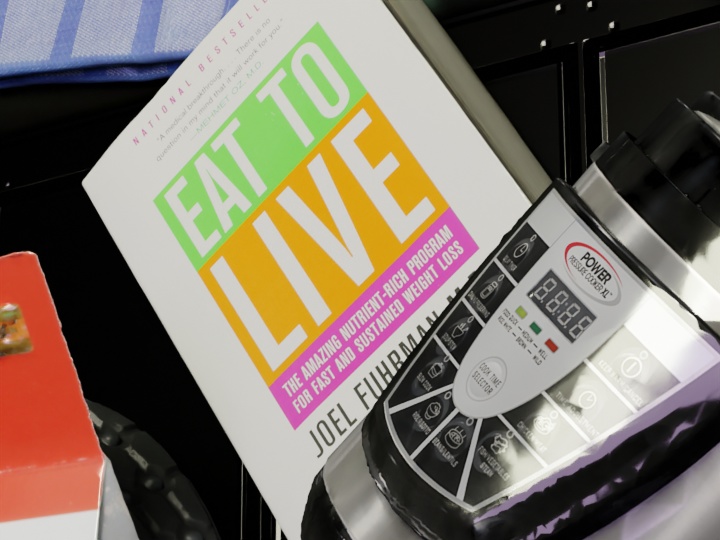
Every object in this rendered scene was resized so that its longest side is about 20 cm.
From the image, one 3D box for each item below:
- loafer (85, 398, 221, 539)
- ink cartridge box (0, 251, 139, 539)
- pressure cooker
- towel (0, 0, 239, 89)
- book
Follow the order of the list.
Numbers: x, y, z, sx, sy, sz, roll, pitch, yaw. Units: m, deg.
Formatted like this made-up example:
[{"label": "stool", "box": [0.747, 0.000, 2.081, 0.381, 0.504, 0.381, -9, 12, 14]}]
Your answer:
[{"label": "loafer", "box": [-0.120, 0.072, 0.976, 0.200, 0.068, 0.070, 36, 129, 30]}, {"label": "ink cartridge box", "box": [-0.144, 0.107, 0.915, 0.162, 0.057, 0.200, -11, 108, 30]}, {"label": "pressure cooker", "box": [0.103, 0.050, 0.767, 0.176, 0.179, 0.200, 43, 98, 2]}, {"label": "towel", "box": [-0.076, -0.165, 1.061, 0.147, 0.024, 0.200, -1, 71, 34]}, {"label": "book", "box": [0.000, 0.000, 0.937, 0.134, 0.048, 0.200, -44, 56, 15]}]
